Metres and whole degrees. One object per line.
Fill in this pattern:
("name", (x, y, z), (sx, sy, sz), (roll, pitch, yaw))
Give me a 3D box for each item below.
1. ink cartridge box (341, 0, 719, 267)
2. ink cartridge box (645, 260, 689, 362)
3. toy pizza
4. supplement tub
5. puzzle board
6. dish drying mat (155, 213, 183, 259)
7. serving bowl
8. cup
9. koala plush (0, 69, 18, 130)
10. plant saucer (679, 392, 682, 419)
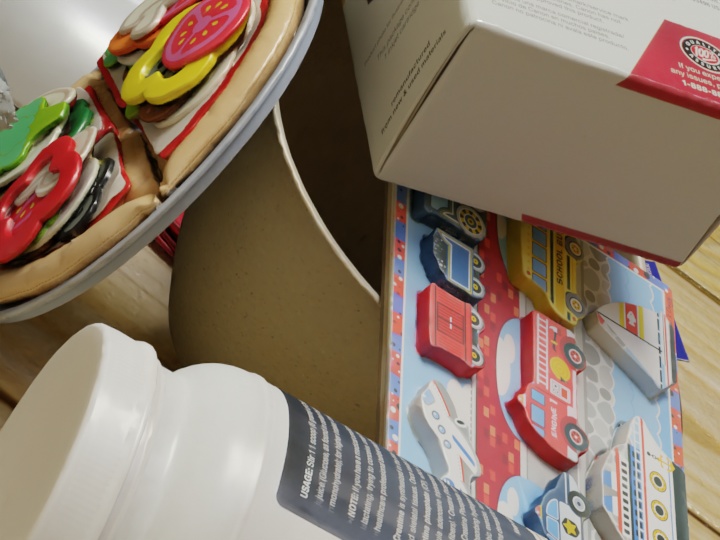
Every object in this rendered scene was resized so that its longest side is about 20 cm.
("ink cartridge box", (0.072, -0.114, 1.005), (0.145, 0.083, 0.201), (16, 40, -23))
("ink cartridge box", (0.066, -0.009, 1.231), (0.199, 0.037, 0.095), (13, 30, -13))
("toy pizza", (-0.095, -0.062, 0.983), (0.032, 0.200, 0.200), (44, 15, -23))
("supplement tub", (-0.025, 0.117, 0.778), (0.199, 0.141, 0.141), (30, 20, -16))
("puzzle board", (0.070, 0.047, 0.941), (0.150, 0.017, 0.201), (29, 42, -26))
("dish drying mat", (-0.039, -0.017, 1.237), (0.077, 0.018, 0.200), (47, 23, 24))
("serving bowl", (-0.125, -0.127, 1.278), (0.199, 0.066, 0.200), (31, 19, -12))
("cup", (0.000, 0.000, 1.042), (0.200, 0.143, 0.201), (28, 42, -28))
("koala plush", (-0.220, -0.109, 0.882), (0.199, 0.184, 0.178), (16, 28, -30))
("plant saucer", (0.101, 0.030, 1.304), (0.200, 0.037, 0.201), (34, 24, -17))
